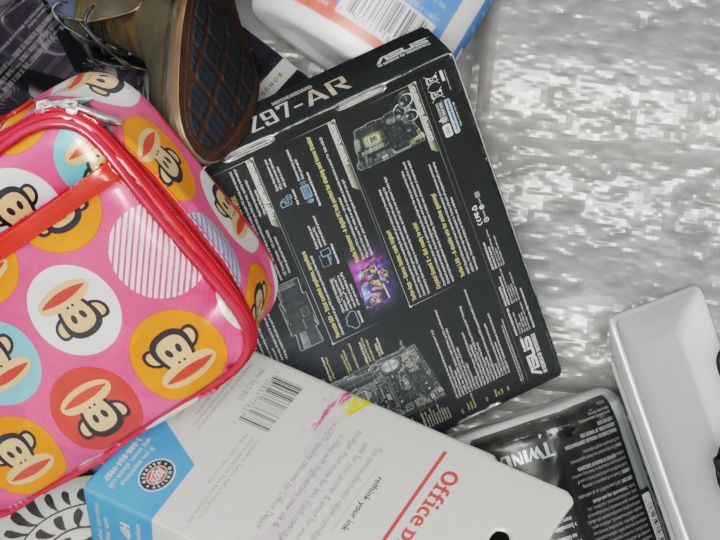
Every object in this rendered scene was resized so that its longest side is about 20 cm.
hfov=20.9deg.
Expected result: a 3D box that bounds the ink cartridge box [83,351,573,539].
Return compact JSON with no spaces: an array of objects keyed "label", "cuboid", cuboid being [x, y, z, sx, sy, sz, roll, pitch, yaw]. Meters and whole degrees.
[{"label":"ink cartridge box","cuboid":[-0.014,0.122,0.910,0.199,0.068,0.115,22,49,21]}]

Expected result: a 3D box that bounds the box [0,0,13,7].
[{"label":"box","cuboid":[-0.197,-0.202,1.054,0.199,0.035,0.110,-28,68,-1]}]

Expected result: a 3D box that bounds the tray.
[{"label":"tray","cuboid":[0.180,0.112,1.024,0.022,0.107,0.201,-21,86,35]}]

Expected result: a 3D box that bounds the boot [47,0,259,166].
[{"label":"boot","cuboid":[-0.107,-0.112,0.970,0.096,0.201,0.075,-20,131,19]}]

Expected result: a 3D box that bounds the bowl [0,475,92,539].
[{"label":"bowl","cuboid":[-0.126,0.212,0.974,0.199,0.094,0.202,4,113,10]}]

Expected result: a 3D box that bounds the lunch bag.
[{"label":"lunch bag","cuboid":[-0.156,0.003,0.891,0.199,0.082,0.176,-32,107,22]}]

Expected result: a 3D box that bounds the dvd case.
[{"label":"dvd case","cuboid":[-0.141,-0.097,1.033,0.200,0.016,0.149,39,83,26]}]

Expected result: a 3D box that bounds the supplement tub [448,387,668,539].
[{"label":"supplement tub","cuboid":[0.105,0.171,0.999,0.122,0.123,0.201,-18,86,0]}]

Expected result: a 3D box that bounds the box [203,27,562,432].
[{"label":"box","cuboid":[0.000,0.000,0.995,0.159,0.044,0.201,-26,119,-5]}]

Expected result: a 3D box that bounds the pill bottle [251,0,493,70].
[{"label":"pill bottle","cuboid":[0.038,-0.194,1.029,0.112,0.112,0.201,32,86,3]}]

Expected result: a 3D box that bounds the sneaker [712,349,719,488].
[{"label":"sneaker","cuboid":[0.218,0.125,1.004,0.087,0.076,0.201,8,69,-27]}]

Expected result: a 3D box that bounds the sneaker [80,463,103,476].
[{"label":"sneaker","cuboid":[-0.118,0.141,1.026,0.200,0.079,0.096,37,90,3]}]
